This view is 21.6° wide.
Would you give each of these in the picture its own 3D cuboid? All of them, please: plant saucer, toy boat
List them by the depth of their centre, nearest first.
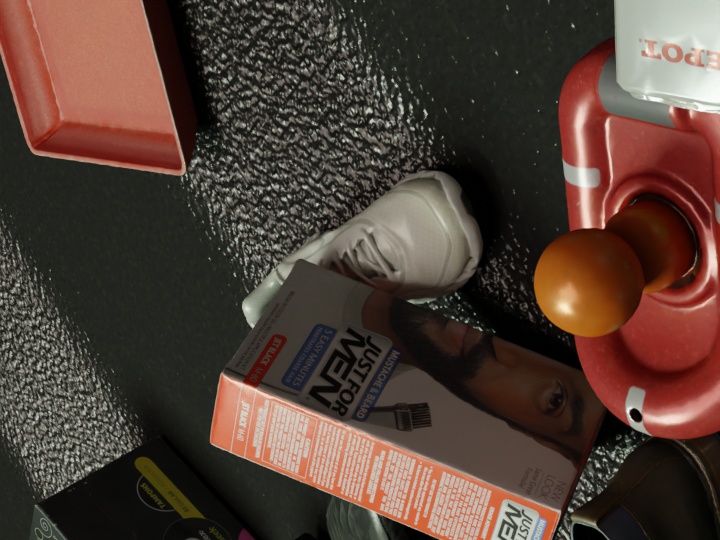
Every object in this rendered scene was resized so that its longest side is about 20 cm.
[{"bbox_3d":[0.136,-0.007,0.911,0.130,0.131,0.201,19,126,44],"label":"toy boat"},{"bbox_3d":[-0.188,-0.171,1.291,0.199,0.037,0.201,10,120,48],"label":"plant saucer"}]

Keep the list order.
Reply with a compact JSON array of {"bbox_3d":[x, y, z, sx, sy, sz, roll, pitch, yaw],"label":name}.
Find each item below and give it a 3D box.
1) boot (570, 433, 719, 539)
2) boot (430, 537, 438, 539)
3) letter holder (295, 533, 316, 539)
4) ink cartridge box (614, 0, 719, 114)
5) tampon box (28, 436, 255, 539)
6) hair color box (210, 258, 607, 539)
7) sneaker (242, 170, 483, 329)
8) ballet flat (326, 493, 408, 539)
[{"bbox_3d":[0.171,0.189,1.026,0.075,0.097,0.200,-2,110,52],"label":"boot"},{"bbox_3d":[0.067,0.248,1.143,0.211,0.158,0.080,25,130,42],"label":"boot"},{"bbox_3d":[-0.003,0.305,1.309,0.200,0.100,0.142,29,135,38],"label":"letter holder"},{"bbox_3d":[0.182,-0.166,0.776,0.146,0.083,0.200,17,125,35],"label":"ink cartridge box"},{"bbox_3d":[-0.173,0.264,1.483,0.150,0.126,0.200,43,140,24],"label":"tampon box"},{"bbox_3d":[0.030,0.080,1.059,0.200,0.111,0.064,22,133,9],"label":"hair color box"},{"bbox_3d":[0.000,0.000,1.133,0.200,0.081,0.075,-31,86,53],"label":"sneaker"},{"bbox_3d":[0.008,0.137,1.237,0.066,0.057,0.200,15,126,41],"label":"ballet flat"}]
